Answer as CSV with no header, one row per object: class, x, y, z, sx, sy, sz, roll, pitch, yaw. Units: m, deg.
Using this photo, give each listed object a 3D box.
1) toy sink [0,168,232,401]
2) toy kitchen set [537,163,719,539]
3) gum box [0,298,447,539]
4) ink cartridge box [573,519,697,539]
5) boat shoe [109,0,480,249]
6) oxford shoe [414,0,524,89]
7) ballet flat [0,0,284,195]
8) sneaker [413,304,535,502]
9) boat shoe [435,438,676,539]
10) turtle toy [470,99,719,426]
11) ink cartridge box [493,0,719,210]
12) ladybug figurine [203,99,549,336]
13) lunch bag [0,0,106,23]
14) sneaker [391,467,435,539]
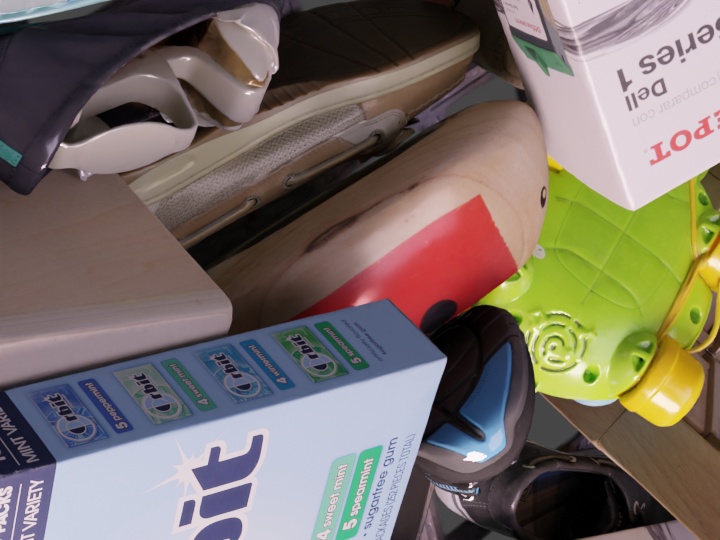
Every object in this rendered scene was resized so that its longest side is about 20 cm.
toy sink,-0.153,0.070,0.798,0.130,0.112,0.201,-8,129,-38
toy kitchen set,0.231,0.053,1.078,0.200,0.180,0.163,-49,133,3
gum box,-0.075,0.107,0.776,0.199,0.045,0.171,-14,133,-36
ink cartridge box,0.129,0.209,1.108,0.199,0.083,0.147,-3,142,-41
boat shoe,-0.034,-0.059,0.889,0.200,0.073,0.064,-28,130,-26
oxford shoe,0.111,-0.171,0.921,0.200,0.075,0.070,-52,167,22
ballet flat,-0.079,-0.077,0.813,0.200,0.073,0.074,-29,127,-47
sneaker,0.048,0.062,0.910,0.073,0.200,0.082,-34,102,0
boat shoe,0.121,0.131,1.123,0.199,0.056,0.069,17,97,-45
turtle toy,0.120,-0.018,1.014,0.145,0.101,0.201,35,69,-5
ink cartridge box,0.125,-0.148,0.849,0.145,0.084,0.201,-29,119,-10
ladybug figurine,0.000,0.000,0.892,0.199,0.136,0.072,-31,95,1
lunch bag,-0.106,-0.194,0.743,0.159,0.077,0.201,-18,122,-23
sneaker,0.013,0.164,1.006,0.075,0.106,0.201,16,98,-44
